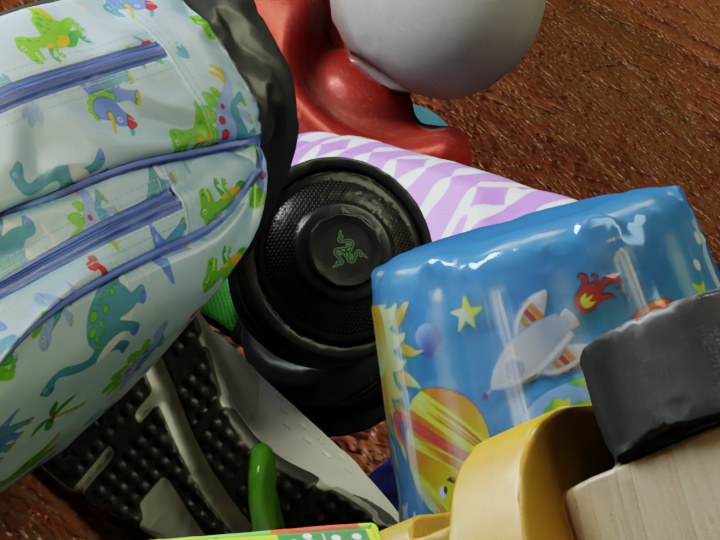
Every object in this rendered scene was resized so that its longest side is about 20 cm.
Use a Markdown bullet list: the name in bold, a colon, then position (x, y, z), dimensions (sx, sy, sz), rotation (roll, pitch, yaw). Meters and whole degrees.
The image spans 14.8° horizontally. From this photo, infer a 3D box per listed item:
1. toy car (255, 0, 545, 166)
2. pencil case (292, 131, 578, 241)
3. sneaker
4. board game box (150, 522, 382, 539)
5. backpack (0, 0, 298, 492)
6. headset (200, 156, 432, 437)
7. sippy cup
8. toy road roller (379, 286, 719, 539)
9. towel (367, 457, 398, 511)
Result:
- **toy car**: position (0.004, -0.116, 1.226), dimensions (0.177, 0.200, 0.184), rotation (40, 17, 7)
- **pencil case**: position (0.026, 0.001, 1.054), dimensions (0.200, 0.085, 0.084), rotation (16, -48, 52)
- **sneaker**: position (-0.048, 0.065, 0.919), dimensions (0.200, 0.074, 0.080), rotation (48, 5, 14)
- **board game box**: position (-0.081, 0.109, 0.601), dimensions (0.199, 0.048, 0.102), rotation (-2, 32, -16)
- **backpack**: position (-0.120, 0.000, 0.785), dimensions (0.200, 0.163, 0.154), rotation (0, 56, -53)
- **headset**: position (0.000, 0.000, 0.933), dimensions (0.199, 0.094, 0.124), rotation (28, -17, 15)
- **sippy cup**: position (0.064, 0.048, 0.809), dimensions (0.177, 0.139, 0.131), rotation (-17, 92, -28)
- **toy road roller**: position (0.091, 0.082, 0.697), dimensions (0.200, 0.146, 0.123), rotation (4, 66, -53)
- **towel**: position (0.099, 0.076, 0.996), dimensions (0.148, 0.199, 0.050), rotation (-21, 98, -72)
